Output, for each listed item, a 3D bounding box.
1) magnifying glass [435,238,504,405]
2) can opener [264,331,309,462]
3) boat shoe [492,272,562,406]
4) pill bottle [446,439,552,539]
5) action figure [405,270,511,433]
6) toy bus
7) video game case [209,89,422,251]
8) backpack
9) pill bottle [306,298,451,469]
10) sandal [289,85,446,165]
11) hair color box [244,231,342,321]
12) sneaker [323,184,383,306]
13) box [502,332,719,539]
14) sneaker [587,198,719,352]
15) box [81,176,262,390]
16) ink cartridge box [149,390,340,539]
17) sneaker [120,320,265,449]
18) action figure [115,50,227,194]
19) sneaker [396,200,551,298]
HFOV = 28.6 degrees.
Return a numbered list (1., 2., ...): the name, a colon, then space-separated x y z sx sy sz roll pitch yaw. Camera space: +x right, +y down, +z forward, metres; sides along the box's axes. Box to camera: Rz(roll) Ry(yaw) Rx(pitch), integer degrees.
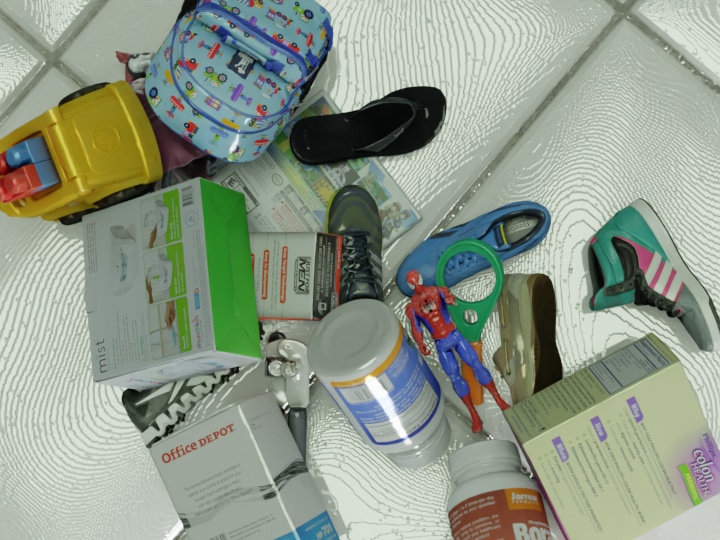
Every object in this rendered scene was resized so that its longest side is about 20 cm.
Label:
1. magnifying glass: 0.130 0.061 1.657 0.079 0.022 0.201 2 105 15
2. can opener: -0.085 0.175 1.676 0.052 0.066 0.202 1 95 4
3. boat shoe: 0.193 0.103 1.667 0.065 0.072 0.201 1 99 38
4. pill bottle: 0.160 0.301 1.603 0.111 0.112 0.201 -12 61 1
5. action figure: 0.105 0.090 1.609 0.065 0.099 0.201 -30 94 5
6. toy bus: -0.356 -0.115 1.606 0.199 0.192 0.136 -20 94 41
7. video game case: -0.055 -0.086 1.708 0.182 0.022 0.200 -38 85 -1
8. backpack: -0.142 -0.234 1.614 0.182 0.135 0.201 35 52 -10
9. pill bottle: 0.029 0.135 1.602 0.111 0.200 0.113 -18 42 17
10. sandal: 0.015 -0.170 1.682 0.199 0.043 0.077 -19 81 -13
11. hair color box: -0.121 0.007 1.641 0.199 0.061 0.102 1 86 32
12. sneaker: 0.000 0.000 1.648 0.073 0.081 0.201 -7 103 -9
13. box: 0.292 0.202 1.607 0.199 0.097 0.177 -28 109 1
14. sneaker: 0.330 0.028 1.652 0.120 0.084 0.201 -29 78 -5
15. box: -0.218 0.019 1.600 0.176 0.097 0.201 -17 72 28
16. ink cartridge box: -0.133 0.261 1.628 0.146 0.086 0.201 -28 83 29
17. sneaker: -0.205 0.115 1.676 0.200 0.066 0.091 -43 88 1
18. action figure: -0.234 -0.184 1.699 0.133 0.149 0.200 -19 64 -38
19. sneaker: 0.132 -0.028 1.669 0.199 0.078 0.066 -25 87 2
